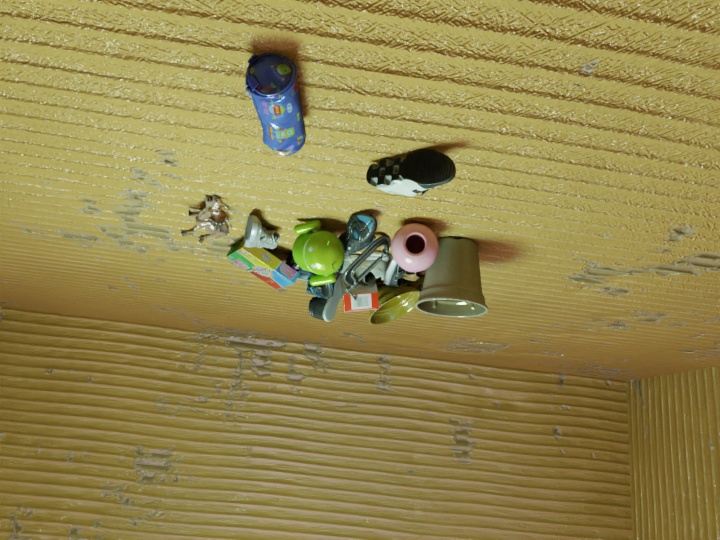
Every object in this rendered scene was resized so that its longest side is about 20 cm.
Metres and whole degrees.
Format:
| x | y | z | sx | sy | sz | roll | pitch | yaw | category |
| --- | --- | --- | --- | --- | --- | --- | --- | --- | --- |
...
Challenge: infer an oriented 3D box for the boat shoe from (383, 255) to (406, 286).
| x | y | z | sx | sy | sz | roll | pitch | yaw | category |
| --- | --- | --- | --- | --- | --- | --- | --- | --- | --- |
| 0.111 | -0.005 | 1.691 | 0.056 | 0.069 | 0.200 | 19 | 159 | 3 | boat shoe |

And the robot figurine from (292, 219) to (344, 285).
| x | y | z | sx | sy | sz | roll | pitch | yaw | category |
| --- | --- | --- | --- | --- | --- | --- | --- | --- | --- |
| -0.115 | -0.050 | 1.522 | 0.114 | 0.178 | 0.199 | -19 | -166 | -22 | robot figurine |

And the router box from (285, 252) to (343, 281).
| x | y | z | sx | sy | sz | roll | pitch | yaw | category |
| --- | --- | --- | --- | --- | --- | --- | --- | --- | --- |
| -0.151 | -0.017 | 1.781 | 0.148 | 0.063 | 0.200 | 10 | 163 | -17 | router box |

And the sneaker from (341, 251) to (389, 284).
| x | y | z | sx | sy | sz | roll | pitch | yaw | category |
| --- | --- | --- | --- | --- | --- | --- | --- | --- | --- |
| 0.000 | 0.000 | 1.735 | 0.198 | 0.093 | 0.075 | -11 | 156 | 43 | sneaker |

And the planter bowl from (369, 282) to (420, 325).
| x | y | z | sx | sy | sz | roll | pitch | yaw | category |
| --- | --- | --- | --- | --- | --- | --- | --- | --- | --- |
| 0.100 | 0.091 | 1.833 | 0.198 | 0.084 | 0.201 | -23 | 155 | -11 | planter bowl |

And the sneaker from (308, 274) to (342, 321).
| x | y | z | sx | sy | sz | roll | pitch | yaw | category |
| --- | --- | --- | --- | --- | --- | --- | --- | --- | --- |
| -0.112 | 0.080 | 1.880 | 0.098 | 0.202 | 0.071 | 0 | 143 | 36 | sneaker |

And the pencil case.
| x | y | z | sx | sy | sz | roll | pitch | yaw | category |
| --- | --- | --- | --- | --- | --- | --- | --- | --- | --- |
| -0.138 | -0.269 | 0.926 | 0.086 | 0.079 | 0.200 | -23 | 164 | -7 | pencil case |

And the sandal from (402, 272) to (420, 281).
| x | y | z | sx | sy | sz | roll | pitch | yaw | category |
| --- | --- | --- | --- | --- | --- | --- | --- | --- | --- |
| 0.153 | 0.010 | 1.776 | 0.081 | 0.055 | 0.199 | 14 | 162 | -24 | sandal |

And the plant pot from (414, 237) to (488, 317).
| x | y | z | sx | sy | sz | roll | pitch | yaw | category |
| --- | --- | --- | --- | --- | --- | --- | --- | --- | --- |
| 0.256 | 0.016 | 1.539 | 0.197 | 0.186 | 0.201 | 6 | 163 | 2 | plant pot |

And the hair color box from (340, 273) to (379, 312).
| x | y | z | sx | sy | sz | roll | pitch | yaw | category |
| --- | --- | --- | --- | --- | --- | --- | --- | --- | --- |
| -0.005 | 0.059 | 1.767 | 0.109 | 0.065 | 0.200 | -5 | -157 | -2 | hair color box |

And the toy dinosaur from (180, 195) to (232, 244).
| x | y | z | sx | sy | sz | roll | pitch | yaw | category |
| --- | --- | --- | --- | --- | --- | --- | --- | --- | --- |
| -0.390 | -0.124 | 1.497 | 0.133 | 0.087 | 0.200 | -4 | 167 | 10 | toy dinosaur |

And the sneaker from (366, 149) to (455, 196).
| x | y | z | sx | sy | sz | roll | pitch | yaw | category |
| --- | --- | --- | --- | --- | --- | --- | --- | --- | --- |
| 0.114 | -0.190 | 1.123 | 0.198 | 0.075 | 0.088 | 5 | 166 | 40 | sneaker |

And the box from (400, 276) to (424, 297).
| x | y | z | sx | sy | sz | roll | pitch | yaw | category |
| --- | --- | --- | --- | --- | --- | --- | --- | --- | --- |
| 0.223 | 0.060 | 1.890 | 0.198 | 0.071 | 0.064 | -5 | 163 | 33 | box |

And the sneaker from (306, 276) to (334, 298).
| x | y | z | sx | sy | sz | roll | pitch | yaw | category |
| --- | --- | --- | --- | --- | --- | --- | --- | --- | --- |
| -0.124 | 0.048 | 1.723 | 0.081 | 0.074 | 0.200 | 8 | 163 | -8 | sneaker |

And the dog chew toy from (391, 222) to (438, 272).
| x | y | z | sx | sy | sz | roll | pitch | yaw | category |
| --- | --- | --- | --- | --- | --- | --- | --- | --- | --- |
| 0.142 | -0.052 | 1.485 | 0.123 | 0.126 | 0.200 | 5 | 171 | 3 | dog chew toy |

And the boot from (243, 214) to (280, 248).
| x | y | z | sx | sy | sz | roll | pitch | yaw | category |
| --- | --- | --- | --- | --- | --- | --- | --- | --- | --- |
| -0.269 | -0.104 | 1.551 | 0.094 | 0.075 | 0.200 | 4 | 173 | -16 | boot |

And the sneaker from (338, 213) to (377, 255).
| x | y | z | sx | sy | sz | roll | pitch | yaw | category |
| --- | --- | --- | --- | --- | --- | --- | --- | --- | --- |
| 0.005 | -0.103 | 1.474 | 0.081 | 0.074 | 0.200 | -16 | 171 | -25 | sneaker |

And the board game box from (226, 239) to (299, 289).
| x | y | z | sx | sy | sz | roll | pitch | yaw | category |
| --- | --- | --- | --- | --- | --- | --- | --- | --- | --- |
| -0.308 | -0.018 | 1.755 | 0.199 | 0.041 | 0.152 | 35 | 156 | -22 | board game box |

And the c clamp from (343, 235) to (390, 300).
| x | y | z | sx | sy | sz | roll | pitch | yaw | category |
| --- | --- | --- | --- | --- | --- | --- | --- | --- | --- |
| 0.018 | -0.013 | 1.589 | 0.027 | 0.200 | 0.171 | 45 | -178 | 27 | c clamp |
